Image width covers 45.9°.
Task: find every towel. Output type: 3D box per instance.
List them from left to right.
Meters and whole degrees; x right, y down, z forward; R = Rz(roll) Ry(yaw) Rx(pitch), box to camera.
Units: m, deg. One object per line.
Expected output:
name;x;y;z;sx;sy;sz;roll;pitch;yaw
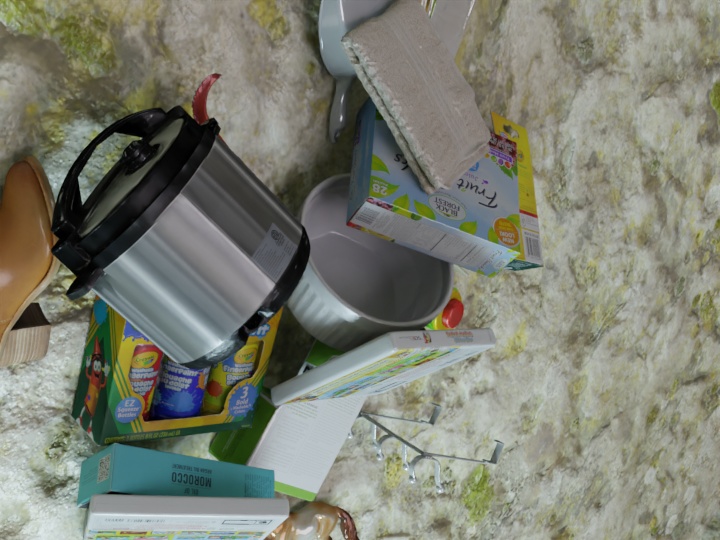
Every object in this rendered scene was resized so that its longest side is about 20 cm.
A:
towel;0.068;-0.194;0.936;0.132;0.034;0.201;-43;105;-41

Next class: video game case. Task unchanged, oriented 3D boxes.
video game case;-0.193;0.274;0.917;0.197;0.023;0.182;6;151;-18
video game case;0.026;0.109;0.967;0.181;0.199;0.023;2;67;-47

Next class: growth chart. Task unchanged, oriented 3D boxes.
growth chart;0.104;-0.327;1.033;0.144;0.018;0.202;12;102;-59

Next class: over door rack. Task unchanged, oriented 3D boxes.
over door rack;0.093;0.257;1.235;0.198;0.147;0.068;3;106;-44

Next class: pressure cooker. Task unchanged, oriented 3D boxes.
pressure cooker;-0.162;-0.038;0.744;0.178;0.176;0.200;-40;114;11

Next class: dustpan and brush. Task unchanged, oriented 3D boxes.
dustpan and brush;-0.008;-0.243;0.966;0.139;0.057;0.203;-18;116;-52

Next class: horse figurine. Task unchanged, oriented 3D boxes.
horse figurine;-0.080;0.376;1.191;0.198;0.050;0.135;-4;103;-35

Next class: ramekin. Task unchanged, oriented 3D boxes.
ramekin;0.000;0.000;0.986;0.198;0.202;0.105;-18;160;-38

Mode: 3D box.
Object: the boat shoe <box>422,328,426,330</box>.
boat shoe;0.024;0.064;1.128;0.199;0.070;0.071;13;104;-47

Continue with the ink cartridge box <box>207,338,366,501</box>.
ink cartridge box;-0.077;0.175;1.081;0.147;0.075;0.202;33;84;-47

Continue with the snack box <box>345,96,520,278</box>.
snack box;0.088;-0.103;0.992;0.197;0.068;0.171;19;55;-18

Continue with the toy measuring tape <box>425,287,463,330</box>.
toy measuring tape;0.128;0.067;1.241;0.074;0.073;0.200;-56;145;-7

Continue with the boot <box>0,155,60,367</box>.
boot;-0.349;-0.001;0.738;0.154;0.077;0.203;-4;120;-39

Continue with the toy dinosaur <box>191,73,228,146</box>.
toy dinosaur;-0.129;-0.059;0.852;0.181;0.200;0.105;41;59;-3

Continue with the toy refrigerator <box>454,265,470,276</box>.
toy refrigerator;0.097;-0.071;1.134;0.200;0.070;0.077;36;83;-48

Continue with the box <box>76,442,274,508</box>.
box;-0.195;0.235;0.920;0.198;0.082;0.050;21;54;-37

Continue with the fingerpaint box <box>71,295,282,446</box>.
fingerpaint box;-0.193;0.091;0.925;0.198;0.073;0.169;3;108;-45

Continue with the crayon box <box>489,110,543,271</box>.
crayon box;0.198;-0.106;1.175;0.126;0.050;0.203;9;74;-55
